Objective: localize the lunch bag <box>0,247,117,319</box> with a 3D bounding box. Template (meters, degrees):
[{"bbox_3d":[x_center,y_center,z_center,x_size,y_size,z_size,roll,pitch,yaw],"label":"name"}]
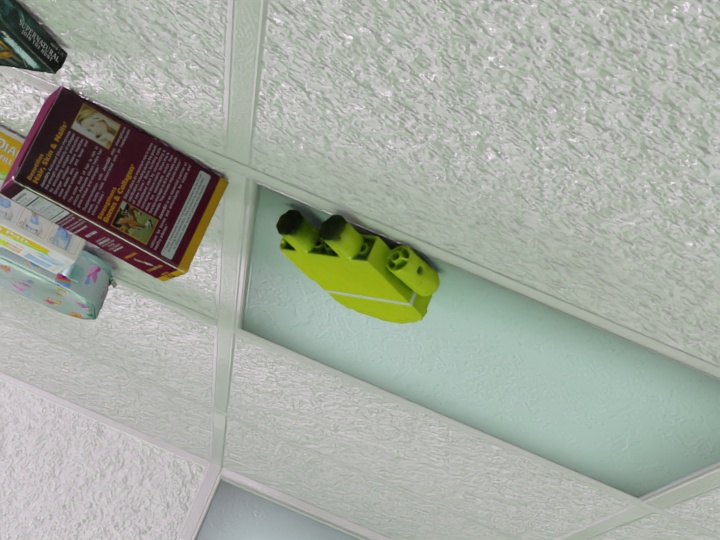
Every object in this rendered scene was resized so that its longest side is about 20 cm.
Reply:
[{"bbox_3d":[-0.435,-0.007,2.020,0.199,0.078,0.160,24,162,-4],"label":"lunch bag"}]

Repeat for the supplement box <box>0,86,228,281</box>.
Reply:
[{"bbox_3d":[-0.252,-0.085,1.495,0.199,0.111,0.086,29,162,-18],"label":"supplement box"}]

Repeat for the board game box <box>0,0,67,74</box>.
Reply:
[{"bbox_3d":[-0.367,-0.247,1.302,0.134,0.028,0.200,12,159,30],"label":"board game box"}]

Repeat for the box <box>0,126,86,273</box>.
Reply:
[{"bbox_3d":[-0.407,-0.091,1.689,0.199,0.102,0.112,28,162,-17],"label":"box"}]

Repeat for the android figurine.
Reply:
[{"bbox_3d":[0.000,0.000,1.546,0.181,0.041,0.200,7,156,41],"label":"android figurine"}]
